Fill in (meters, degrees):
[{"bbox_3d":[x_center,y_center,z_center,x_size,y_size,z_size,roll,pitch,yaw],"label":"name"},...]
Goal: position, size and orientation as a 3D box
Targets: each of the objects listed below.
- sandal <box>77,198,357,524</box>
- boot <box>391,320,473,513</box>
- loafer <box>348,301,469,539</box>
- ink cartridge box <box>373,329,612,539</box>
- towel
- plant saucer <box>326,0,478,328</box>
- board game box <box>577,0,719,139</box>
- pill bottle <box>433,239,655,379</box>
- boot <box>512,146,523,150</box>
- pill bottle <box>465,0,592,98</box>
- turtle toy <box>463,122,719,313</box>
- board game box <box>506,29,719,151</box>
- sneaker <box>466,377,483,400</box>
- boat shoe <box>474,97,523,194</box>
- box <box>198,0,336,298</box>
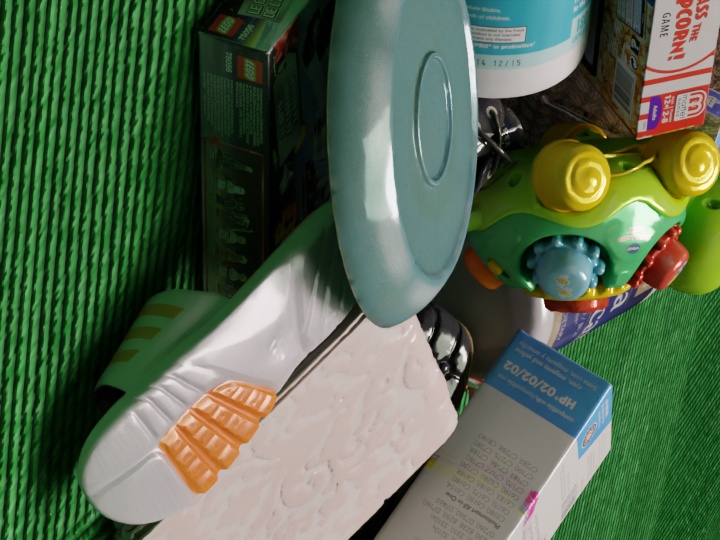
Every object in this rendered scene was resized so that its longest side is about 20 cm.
[{"bbox_3d":[-0.069,0.035,1.299,0.207,0.059,0.079,-46,140,-28],"label":"sandal"},{"bbox_3d":[0.021,0.130,1.673,0.201,0.072,0.155,-67,162,-8],"label":"boot"},{"bbox_3d":[-0.010,0.104,1.560,0.068,0.070,0.201,32,89,-29],"label":"loafer"},{"bbox_3d":[0.064,0.147,1.584,0.200,0.068,0.115,-55,163,-16],"label":"ink cartridge box"},{"bbox_3d":[-0.034,0.099,1.430,0.191,0.032,0.200,-44,156,-9],"label":"towel"},{"bbox_3d":[0.025,-0.073,1.331,0.200,0.027,0.202,1,90,-72],"label":"plant saucer"},{"bbox_3d":[0.131,-0.192,1.514,0.046,0.200,0.152,-13,133,-20],"label":"board game box"},{"bbox_3d":[0.125,-0.016,1.707,0.200,0.111,0.112,-26,134,-45],"label":"pill bottle"},{"bbox_3d":[0.145,-0.104,1.836,0.155,0.073,0.201,-62,149,-33],"label":"boot"},{"bbox_3d":[0.073,-0.198,1.436,0.111,0.110,0.201,-54,156,-45],"label":"pill bottle"},{"bbox_3d":[0.139,-0.030,1.562,0.199,0.145,0.102,-6,98,-29],"label":"turtle toy"},{"bbox_3d":[0.176,-0.153,1.690,0.200,0.159,0.097,-56,167,-38],"label":"board game box"},{"bbox_3d":[0.094,0.053,1.826,0.200,0.073,0.087,6,103,-73],"label":"sneaker"},{"bbox_3d":[0.057,-0.079,1.498,0.201,0.066,0.070,-71,156,-50],"label":"boat shoe"},{"bbox_3d":[-0.033,-0.071,1.355,0.137,0.040,0.201,-57,158,-44],"label":"box"}]
